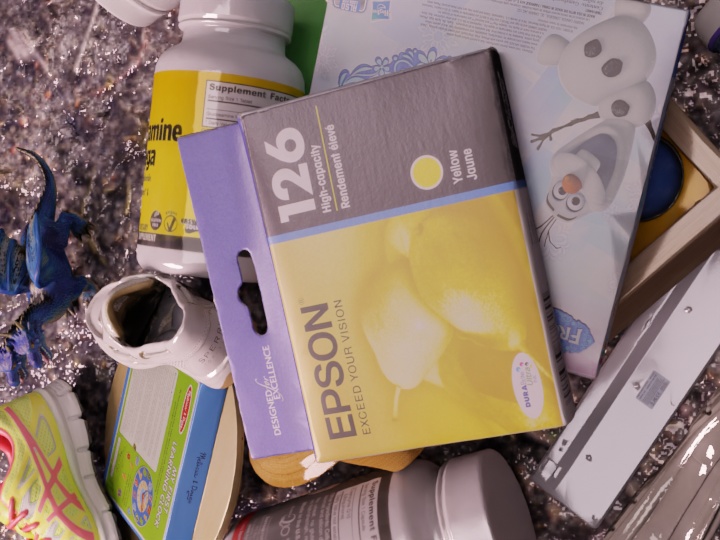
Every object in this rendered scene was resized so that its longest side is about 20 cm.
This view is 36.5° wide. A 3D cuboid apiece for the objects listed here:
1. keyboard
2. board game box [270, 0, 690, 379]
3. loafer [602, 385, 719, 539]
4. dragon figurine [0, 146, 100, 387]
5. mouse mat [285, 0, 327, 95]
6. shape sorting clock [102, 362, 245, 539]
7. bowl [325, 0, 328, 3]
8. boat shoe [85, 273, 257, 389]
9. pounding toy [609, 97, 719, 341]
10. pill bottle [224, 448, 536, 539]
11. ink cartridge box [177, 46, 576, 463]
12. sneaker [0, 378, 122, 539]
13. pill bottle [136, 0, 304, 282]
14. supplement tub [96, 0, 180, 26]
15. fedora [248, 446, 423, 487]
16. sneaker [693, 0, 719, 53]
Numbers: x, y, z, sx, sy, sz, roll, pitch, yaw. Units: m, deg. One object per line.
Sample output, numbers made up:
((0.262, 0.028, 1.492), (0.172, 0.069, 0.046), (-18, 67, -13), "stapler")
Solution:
((0.188, 0.075, 0.725), (0.056, 0.011, 0.202), (34, 102, 15), "keyboard")
((0.063, -0.064, 0.618), (0.197, 0.043, 0.202), (15, 99, 15), "board game box")
((0.228, 0.125, 0.677), (0.070, 0.070, 0.201), (37, 110, 15), "loafer")
((-0.262, -0.012, 0.872), (0.058, 0.099, 0.203), (-12, 84, 22), "dragon figurine")
((0.025, -0.148, 0.802), (0.160, 0.008, 0.202), (-27, 79, 21), "mouse mat")
((-0.142, 0.127, 0.818), (0.199, 0.039, 0.203), (-15, 71, 53), "shape sorting clock")
((0.067, -0.228, 0.725), (0.198, 0.105, 0.204), (-3, 80, 18), "bowl")
((-0.151, 0.030, 0.770), (0.199, 0.069, 0.072), (6, 69, 50), "boat shoe")
((0.109, -0.059, 0.682), (0.184, 0.142, 0.201), (-43, 72, 17), "pounding toy")
((0.013, 0.196, 0.740), (0.198, 0.114, 0.115), (-22, 80, 21), "pill bottle")
((0.000, 0.000, 0.599), (0.197, 0.047, 0.201), (-12, 93, 16), "ink cartridge box")
((-0.245, 0.189, 0.850), (0.202, 0.089, 0.078), (65, 147, 22), "sneaker")
((-0.100, -0.096, 0.797), (0.111, 0.112, 0.203), (6, 90, 23), "pill bottle")
((-0.125, -0.291, 0.805), (0.199, 0.132, 0.133), (-33, 77, 19), "supplement tub")
((0.007, 0.073, 0.736), (0.082, 0.201, 0.201), (37, 106, -20), "fedora")
((0.314, -0.131, 0.636), (0.198, 0.080, 0.148), (-23, 76, 16), "sneaker")
